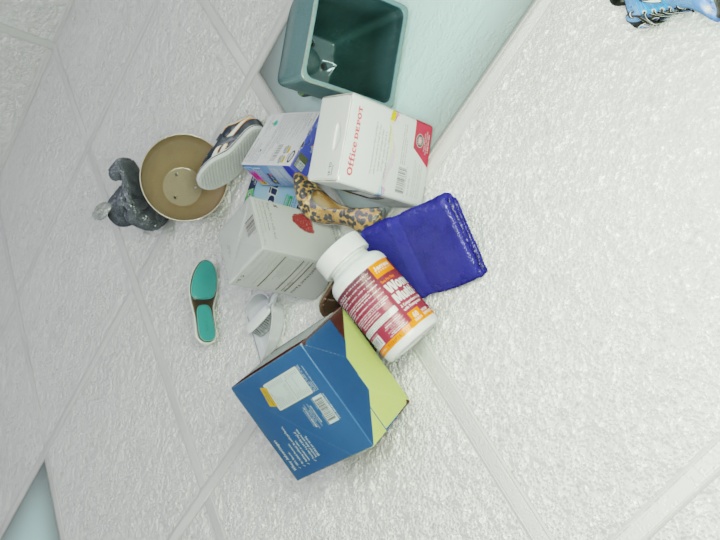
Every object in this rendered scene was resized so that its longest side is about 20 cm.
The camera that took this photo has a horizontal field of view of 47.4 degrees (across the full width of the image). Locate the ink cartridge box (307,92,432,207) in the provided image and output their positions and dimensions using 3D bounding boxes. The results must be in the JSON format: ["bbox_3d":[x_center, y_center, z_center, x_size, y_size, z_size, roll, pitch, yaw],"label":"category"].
[{"bbox_3d":[0.021,-0.198,1.382,0.085,0.199,0.149,6,84,49],"label":"ink cartridge box"}]

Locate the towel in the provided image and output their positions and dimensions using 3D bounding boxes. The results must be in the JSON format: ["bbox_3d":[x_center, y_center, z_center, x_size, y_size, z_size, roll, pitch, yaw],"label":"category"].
[{"bbox_3d":[0.103,-0.033,1.336,0.199,0.049,0.149,-22,97,44],"label":"towel"}]

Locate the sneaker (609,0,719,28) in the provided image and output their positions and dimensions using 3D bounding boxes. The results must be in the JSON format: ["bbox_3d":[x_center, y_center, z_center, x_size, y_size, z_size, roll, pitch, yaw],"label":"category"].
[{"bbox_3d":[0.405,-0.356,1.082,0.200,0.078,0.090,51,126,52],"label":"sneaker"}]

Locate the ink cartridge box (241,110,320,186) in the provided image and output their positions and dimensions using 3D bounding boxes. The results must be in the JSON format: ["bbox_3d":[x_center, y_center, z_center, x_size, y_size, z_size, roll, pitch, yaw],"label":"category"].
[{"bbox_3d":[-0.128,-0.240,1.627,0.199,0.076,0.137,8,64,48],"label":"ink cartridge box"}]

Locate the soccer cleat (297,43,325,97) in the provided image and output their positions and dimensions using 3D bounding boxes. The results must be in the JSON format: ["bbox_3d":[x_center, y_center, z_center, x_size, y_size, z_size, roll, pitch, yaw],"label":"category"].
[{"bbox_3d":[-0.112,-0.458,1.708,0.083,0.064,0.203,-22,64,47],"label":"soccer cleat"}]

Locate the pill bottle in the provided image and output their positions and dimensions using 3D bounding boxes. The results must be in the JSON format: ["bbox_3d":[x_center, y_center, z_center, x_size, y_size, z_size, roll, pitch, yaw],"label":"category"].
[{"bbox_3d":[0.024,0.040,1.329,0.200,0.109,0.110,49,121,10],"label":"pill bottle"}]

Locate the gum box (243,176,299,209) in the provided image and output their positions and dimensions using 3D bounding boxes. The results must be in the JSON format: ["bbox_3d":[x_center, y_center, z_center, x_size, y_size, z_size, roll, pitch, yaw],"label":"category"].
[{"bbox_3d":[-0.180,-0.120,1.716,0.199,0.044,0.172,25,98,49],"label":"gum box"}]

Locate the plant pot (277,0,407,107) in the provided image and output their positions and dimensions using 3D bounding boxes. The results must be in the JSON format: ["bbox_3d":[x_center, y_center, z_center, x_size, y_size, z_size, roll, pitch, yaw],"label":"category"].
[{"bbox_3d":[-0.056,-0.410,1.545,0.199,0.195,0.198,2,82,59],"label":"plant pot"}]

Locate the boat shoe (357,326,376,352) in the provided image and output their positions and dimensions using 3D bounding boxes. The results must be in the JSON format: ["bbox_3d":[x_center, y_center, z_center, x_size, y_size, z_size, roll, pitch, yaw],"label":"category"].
[{"bbox_3d":[-0.025,0.153,1.456,0.200,0.075,0.074,-47,16,39],"label":"boat shoe"}]

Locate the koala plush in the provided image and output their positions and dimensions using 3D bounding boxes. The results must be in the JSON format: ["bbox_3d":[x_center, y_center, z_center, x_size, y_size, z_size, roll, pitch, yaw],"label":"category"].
[{"bbox_3d":[-0.591,-0.170,2.118,0.199,0.176,0.186,-20,76,41],"label":"koala plush"}]

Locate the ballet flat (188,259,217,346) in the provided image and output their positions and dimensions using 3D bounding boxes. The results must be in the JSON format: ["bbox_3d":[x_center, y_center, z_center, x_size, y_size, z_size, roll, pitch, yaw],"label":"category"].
[{"bbox_3d":[-0.362,0.077,1.870,0.069,0.069,0.202,-25,63,43],"label":"ballet flat"}]

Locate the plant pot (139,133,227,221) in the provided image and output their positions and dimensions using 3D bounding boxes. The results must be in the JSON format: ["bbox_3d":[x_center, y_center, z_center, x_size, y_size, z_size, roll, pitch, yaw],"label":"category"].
[{"bbox_3d":[-0.416,-0.208,1.926,0.134,0.198,0.203,167,112,-76],"label":"plant pot"}]

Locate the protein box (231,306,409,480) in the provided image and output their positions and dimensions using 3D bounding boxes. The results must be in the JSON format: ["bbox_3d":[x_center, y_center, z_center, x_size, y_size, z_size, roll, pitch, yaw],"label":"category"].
[{"bbox_3d":[-0.068,0.207,1.364,0.199,0.135,0.199,-33,94,39],"label":"protein box"}]

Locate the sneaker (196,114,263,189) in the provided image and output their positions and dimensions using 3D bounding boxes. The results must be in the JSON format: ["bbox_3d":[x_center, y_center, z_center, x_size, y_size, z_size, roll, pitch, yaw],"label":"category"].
[{"bbox_3d":[-0.295,-0.268,1.852,0.199,0.078,0.080,-39,49,11],"label":"sneaker"}]

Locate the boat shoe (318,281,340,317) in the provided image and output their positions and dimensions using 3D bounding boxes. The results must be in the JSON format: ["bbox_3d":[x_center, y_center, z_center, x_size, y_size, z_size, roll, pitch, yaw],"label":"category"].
[{"bbox_3d":[-0.005,-0.004,1.462,0.202,0.075,0.075,-47,11,10],"label":"boat shoe"}]

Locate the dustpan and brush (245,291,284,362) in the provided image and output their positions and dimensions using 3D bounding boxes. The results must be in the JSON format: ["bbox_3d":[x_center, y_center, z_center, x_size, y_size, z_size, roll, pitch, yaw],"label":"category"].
[{"bbox_3d":[-0.186,0.081,1.658,0.200,0.057,0.140,-47,49,31],"label":"dustpan and brush"}]

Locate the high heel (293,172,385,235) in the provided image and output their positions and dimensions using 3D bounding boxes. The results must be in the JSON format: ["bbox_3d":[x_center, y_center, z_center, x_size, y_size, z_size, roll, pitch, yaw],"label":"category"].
[{"bbox_3d":[-0.037,-0.132,1.502,0.201,0.071,0.143,54,130,9],"label":"high heel"}]

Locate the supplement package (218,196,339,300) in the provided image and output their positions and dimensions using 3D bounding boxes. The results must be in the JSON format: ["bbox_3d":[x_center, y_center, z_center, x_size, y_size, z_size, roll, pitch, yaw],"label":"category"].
[{"bbox_3d":[-0.144,-0.039,1.533,0.120,0.199,0.122,-42,52,35],"label":"supplement package"}]
